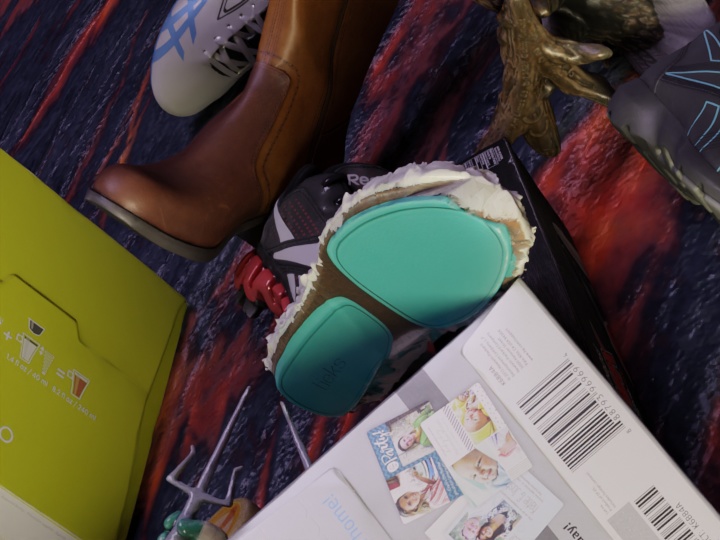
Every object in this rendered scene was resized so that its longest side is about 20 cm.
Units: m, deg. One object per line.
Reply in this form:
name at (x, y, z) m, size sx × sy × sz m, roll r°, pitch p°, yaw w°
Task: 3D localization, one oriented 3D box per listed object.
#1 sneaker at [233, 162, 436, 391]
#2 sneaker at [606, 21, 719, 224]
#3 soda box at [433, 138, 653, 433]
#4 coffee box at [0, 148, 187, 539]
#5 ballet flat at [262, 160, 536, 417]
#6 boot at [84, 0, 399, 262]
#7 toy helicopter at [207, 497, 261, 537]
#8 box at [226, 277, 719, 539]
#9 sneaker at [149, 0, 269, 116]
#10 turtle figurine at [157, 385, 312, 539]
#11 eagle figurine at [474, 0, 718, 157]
sneaker at (0.000, 0.000, 0.905) m, size 0.200 × 0.070 × 0.099 m, roll 36°, pitch 106°, yaw 62°
sneaker at (0.164, -0.052, 0.744) m, size 0.079 × 0.075 × 0.200 m, roll -44°, pitch 30°, yaw 8°
soda box at (0.070, 0.030, 0.780) m, size 0.063 × 0.071 × 0.201 m, roll -31°, pitch 33°, yaw 12°
coffee box at (-0.248, 0.071, 1.058) m, size 0.197 × 0.199 × 0.201 m, roll -28°, pitch 36°, yaw 35°
ballet flat at (0.014, -0.005, 0.731) m, size 0.200 × 0.071 × 0.072 m, roll -44°, pitch 21°, yaw 57°
boot at (-0.047, -0.106, 0.964) m, size 0.068 × 0.187 × 0.202 m, roll 33°, pitch 107°, yaw 36°
toy helicopter at (-0.096, 0.191, 0.860) m, size 0.132 × 0.079 × 0.201 m, roll -33°, pitch 22°, yaw 45°
box at (0.033, 0.128, 0.653) m, size 0.200 × 0.041 × 0.156 m, roll -42°, pitch 67°, yaw 3°
sneaker at (-0.068, -0.171, 1.220) m, size 0.200 × 0.072 × 0.073 m, roll -43°, pitch 38°, yaw 22°
turtle figurine at (-0.019, 0.138, 0.761) m, size 0.149 × 0.100 × 0.202 m, roll -29°, pitch 47°, yaw 53°
eagle figurine at (0.080, -0.156, 0.900) m, size 0.151 × 0.151 × 0.201 m, roll -32°, pitch 33°, yaw 29°
